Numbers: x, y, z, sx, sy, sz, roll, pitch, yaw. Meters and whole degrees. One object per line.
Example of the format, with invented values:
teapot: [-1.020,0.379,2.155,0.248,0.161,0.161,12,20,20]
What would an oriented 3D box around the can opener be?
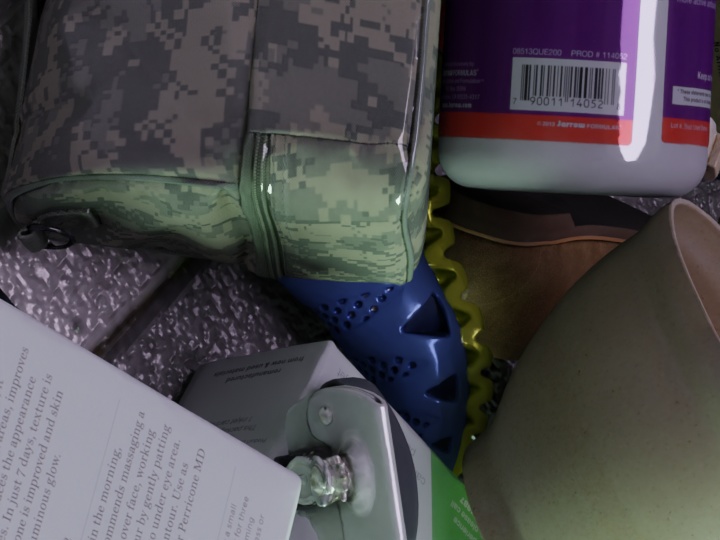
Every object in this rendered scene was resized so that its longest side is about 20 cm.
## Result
can opener: [0.009,0.138,0.957,0.066,0.053,0.200,0,82,-47]

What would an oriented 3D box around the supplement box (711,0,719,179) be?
supplement box: [0.275,-0.131,1.319,0.200,0.200,0.135,-2,81,-46]

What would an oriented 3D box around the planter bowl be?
planter bowl: [0.128,0.090,1.046,0.200,0.135,0.200,49,18,-23]

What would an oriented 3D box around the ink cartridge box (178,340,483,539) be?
ink cartridge box: [-0.035,0.151,1.010,0.145,0.087,0.200,49,51,-27]

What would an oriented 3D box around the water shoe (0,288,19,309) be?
water shoe: [-0.181,-0.021,0.911,0.200,0.071,0.079,35,55,-36]

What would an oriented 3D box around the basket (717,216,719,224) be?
basket: [0.260,0.067,1.260,0.200,0.149,0.143,59,43,-42]

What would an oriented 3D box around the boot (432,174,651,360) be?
boot: [0.092,-0.001,1.211,0.200,0.074,0.076,0,110,-51]

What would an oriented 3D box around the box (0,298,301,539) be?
box: [-0.148,0.085,0.860,0.200,0.152,0.106,33,59,-35]

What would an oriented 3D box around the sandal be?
sandal: [0.000,0.000,1.100,0.087,0.079,0.200,-7,82,-31]

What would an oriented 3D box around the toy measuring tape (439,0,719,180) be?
toy measuring tape: [0.088,-0.105,1.207,0.200,0.074,0.074,40,54,-24]

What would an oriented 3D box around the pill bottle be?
pill bottle: [0.092,-0.131,1.051,0.112,0.112,0.200,2,92,-46]

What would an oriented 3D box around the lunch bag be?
lunch bag: [-0.052,-0.101,1.007,0.139,0.167,0.200,89,5,-74]
